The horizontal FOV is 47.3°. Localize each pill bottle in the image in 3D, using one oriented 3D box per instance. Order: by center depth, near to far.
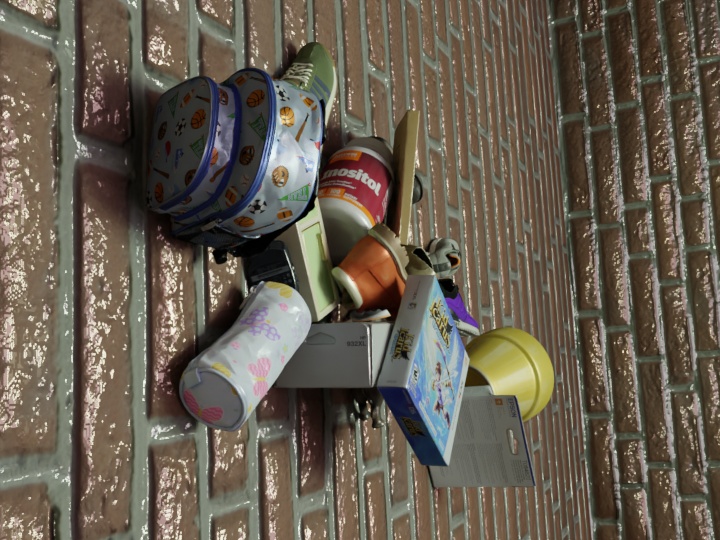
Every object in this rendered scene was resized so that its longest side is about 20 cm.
[{"bbox_3d":[-0.013,-0.110,1.214,0.200,0.113,0.113,-69,144,-47],"label":"pill bottle"}]

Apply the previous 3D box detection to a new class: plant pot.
[{"bbox_3d":[0.262,0.230,1.671,0.189,0.200,0.201,-12,95,-50],"label":"plant pot"}]

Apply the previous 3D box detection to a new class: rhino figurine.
[{"bbox_3d":[0.036,0.164,1.322,0.200,0.060,0.088,-51,133,-60],"label":"rhino figurine"}]

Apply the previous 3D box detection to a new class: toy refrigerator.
[{"bbox_3d":[-0.086,-0.036,1.086,0.076,0.070,0.200,-36,116,-62],"label":"toy refrigerator"}]

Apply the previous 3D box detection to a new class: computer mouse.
[{"bbox_3d":[-0.123,-0.043,1.036,0.034,0.058,0.200,-85,160,-80],"label":"computer mouse"}]

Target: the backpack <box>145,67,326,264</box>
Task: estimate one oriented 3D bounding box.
[{"bbox_3d":[-0.129,-0.123,0.866,0.154,0.190,0.201,11,73,-48],"label":"backpack"}]

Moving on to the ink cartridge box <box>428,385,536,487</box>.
[{"bbox_3d":[0.210,0.306,1.501,0.041,0.200,0.200,-48,128,-59],"label":"ink cartridge box"}]

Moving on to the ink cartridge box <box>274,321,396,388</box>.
[{"bbox_3d":[-0.010,0.113,1.124,0.200,0.145,0.084,7,81,-65],"label":"ink cartridge box"}]

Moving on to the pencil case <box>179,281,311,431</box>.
[{"bbox_3d":[-0.128,0.093,0.945,0.091,0.083,0.200,68,28,-23],"label":"pencil case"}]

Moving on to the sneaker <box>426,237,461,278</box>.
[{"bbox_3d":[0.171,-0.020,1.643,0.200,0.079,0.074,-37,116,-64],"label":"sneaker"}]

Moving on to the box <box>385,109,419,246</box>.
[{"bbox_3d":[0.062,-0.133,1.269,0.163,0.021,0.201,154,-58,-85],"label":"box"}]

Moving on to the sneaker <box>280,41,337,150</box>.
[{"bbox_3d":[-0.082,-0.248,1.145,0.090,0.067,0.201,46,47,-61],"label":"sneaker"}]

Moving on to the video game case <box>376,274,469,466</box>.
[{"bbox_3d":[0.092,0.138,1.119,0.200,0.045,0.182,63,33,-44],"label":"video game case"}]

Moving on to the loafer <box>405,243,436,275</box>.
[{"bbox_3d":[0.084,-0.010,1.382,0.076,0.067,0.200,58,6,-31],"label":"loafer"}]

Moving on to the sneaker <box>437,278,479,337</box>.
[{"bbox_3d":[0.162,0.065,1.466,0.200,0.069,0.100,27,57,-62],"label":"sneaker"}]

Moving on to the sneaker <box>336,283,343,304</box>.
[{"bbox_3d":[0.000,0.000,1.220,0.200,0.074,0.088,2,116,-62],"label":"sneaker"}]

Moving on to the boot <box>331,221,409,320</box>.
[{"bbox_3d":[0.021,0.027,1.154,0.107,0.075,0.200,-43,143,-12],"label":"boot"}]

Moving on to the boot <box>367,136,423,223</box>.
[{"bbox_3d":[0.037,-0.111,1.397,0.200,0.069,0.174,40,51,-47],"label":"boot"}]

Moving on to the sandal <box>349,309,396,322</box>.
[{"bbox_3d":[0.050,0.081,1.349,0.207,0.079,0.059,-9,92,-68],"label":"sandal"}]
